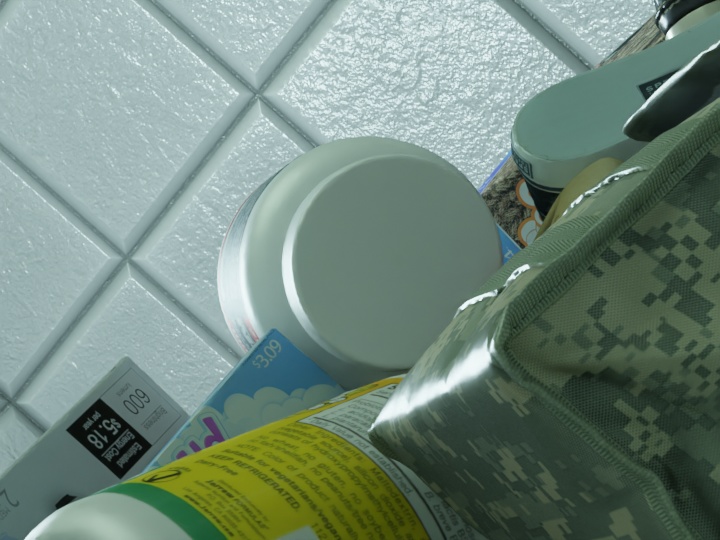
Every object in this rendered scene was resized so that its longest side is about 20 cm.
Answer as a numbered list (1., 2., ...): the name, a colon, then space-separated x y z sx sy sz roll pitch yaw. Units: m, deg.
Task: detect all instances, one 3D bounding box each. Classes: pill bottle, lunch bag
1. pill bottle: 0.000 0.000 0.952 0.120 0.120 0.200 -48 4 -7
2. pill bottle: -0.001 0.097 0.652 0.200 0.113 0.113 -19 -19 -41
3. lunch bag: 0.115 -0.001 0.554 0.200 0.118 0.164 -43 -1 -14

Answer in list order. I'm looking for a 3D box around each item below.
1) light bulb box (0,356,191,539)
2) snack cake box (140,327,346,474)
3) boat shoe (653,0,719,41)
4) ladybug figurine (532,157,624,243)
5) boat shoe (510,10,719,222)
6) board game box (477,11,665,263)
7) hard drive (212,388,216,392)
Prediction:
1. light bulb box: -0.115 0.183 1.014 0.125 0.200 0.198 -46 2 29
2. snack cake box: -0.061 0.134 0.849 0.200 0.115 0.067 -49 1 -33
3. boat shoe: 0.216 -0.143 1.005 0.200 0.063 0.073 -10 -21 -38
4. ladybug figurine: 0.093 0.032 0.865 0.200 0.072 0.136 111 -177 -67
5. boat shoe: 0.170 -0.064 0.932 0.200 0.091 0.071 -19 46 5
6. board game box: 0.174 -0.081 1.170 0.200 0.097 0.159 -42 4 31
7. hard drive: 0.004 0.083 1.149 0.200 0.027 0.132 -27 -51 -35
